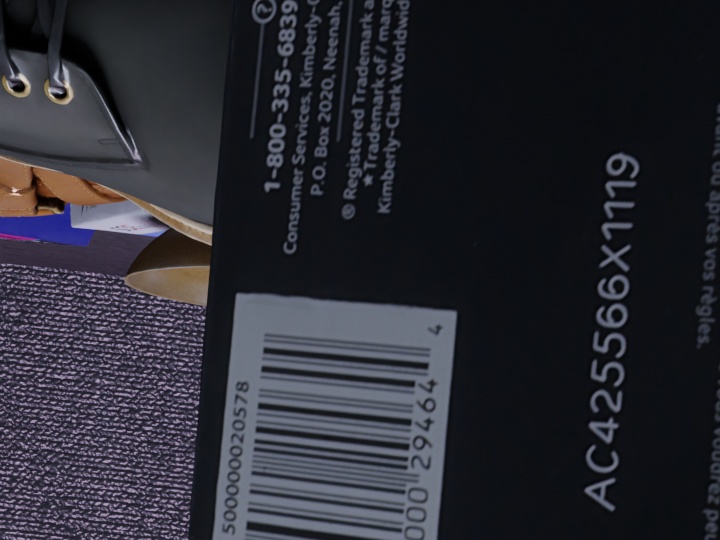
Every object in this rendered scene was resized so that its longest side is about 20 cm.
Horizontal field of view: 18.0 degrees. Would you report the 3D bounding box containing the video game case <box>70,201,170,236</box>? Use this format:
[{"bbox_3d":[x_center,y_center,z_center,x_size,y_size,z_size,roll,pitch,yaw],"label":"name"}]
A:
[{"bbox_3d":[-0.021,-0.032,1.049,0.198,0.046,0.181,7,178,-16],"label":"video game case"}]

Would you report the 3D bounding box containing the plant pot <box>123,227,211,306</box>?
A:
[{"bbox_3d":[0.000,0.000,0.966,0.198,0.028,0.200,5,173,1],"label":"plant pot"}]

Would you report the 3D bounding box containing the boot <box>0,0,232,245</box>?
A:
[{"bbox_3d":[-0.079,-0.054,0.480,0.138,0.078,0.199,14,172,-38],"label":"boot"}]

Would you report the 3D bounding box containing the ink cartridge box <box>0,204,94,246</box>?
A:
[{"bbox_3d":[-0.251,-0.039,1.518,0.199,0.037,0.094,1,175,37],"label":"ink cartridge box"}]

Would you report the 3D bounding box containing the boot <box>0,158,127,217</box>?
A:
[{"bbox_3d":[-0.119,-0.043,0.776,0.153,0.074,0.200,1,179,11],"label":"boot"}]

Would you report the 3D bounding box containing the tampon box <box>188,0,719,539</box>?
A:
[{"bbox_3d":[0.079,0.000,0.397,0.125,0.151,0.200,3,176,30],"label":"tampon box"}]
